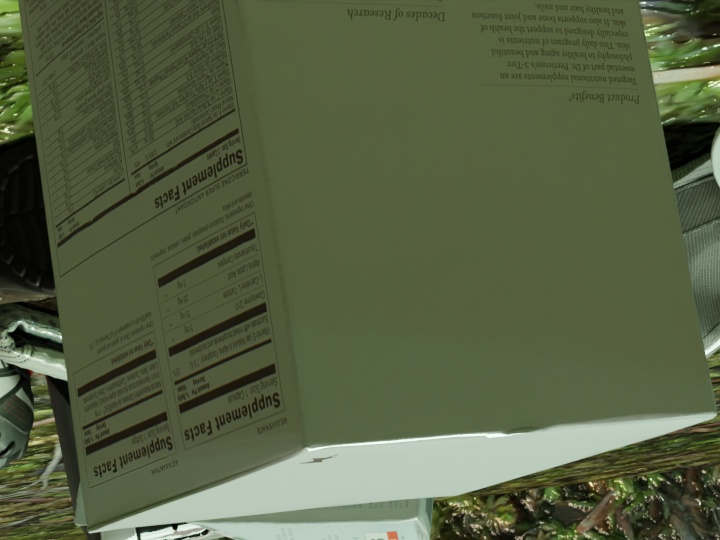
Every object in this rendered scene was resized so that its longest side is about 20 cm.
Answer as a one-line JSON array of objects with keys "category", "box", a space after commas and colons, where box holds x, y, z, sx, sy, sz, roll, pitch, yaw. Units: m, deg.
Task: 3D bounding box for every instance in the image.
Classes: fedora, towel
[{"category": "fedora", "box": [0.156, 0.016, 1.243, 0.199, 0.091, 0.177, -28, 169, -10]}, {"category": "towel", "box": [-0.139, 0.045, 1.172, 0.199, 0.035, 0.192, 17, 178, -34]}]

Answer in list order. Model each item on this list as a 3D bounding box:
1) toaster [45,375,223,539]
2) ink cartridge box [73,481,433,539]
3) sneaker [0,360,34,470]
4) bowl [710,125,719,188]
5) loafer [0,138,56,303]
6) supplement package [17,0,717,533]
[{"category": "toaster", "box": [-0.103, 0.098, 1.420, 0.180, 0.119, 0.200, -10, -170, -15]}, {"category": "ink cartridge box", "box": [-0.055, 0.087, 1.296, 0.199, 0.163, 0.050, -3, 145, 12]}, {"category": "sneaker", "box": [-0.244, 0.075, 1.351, 0.070, 0.099, 0.200, -9, 168, 8]}, {"category": "bowl", "box": [0.257, -0.071, 0.961, 0.200, 0.091, 0.201, 13, 160, 5]}, {"category": "loafer", "box": [-0.145, -0.022, 1.031, 0.199, 0.074, 0.071, -5, 178, 29]}, {"category": "supplement package", "box": [-0.005, -0.032, 0.716, 0.151, 0.201, 0.150, -2, 167, -32]}]
